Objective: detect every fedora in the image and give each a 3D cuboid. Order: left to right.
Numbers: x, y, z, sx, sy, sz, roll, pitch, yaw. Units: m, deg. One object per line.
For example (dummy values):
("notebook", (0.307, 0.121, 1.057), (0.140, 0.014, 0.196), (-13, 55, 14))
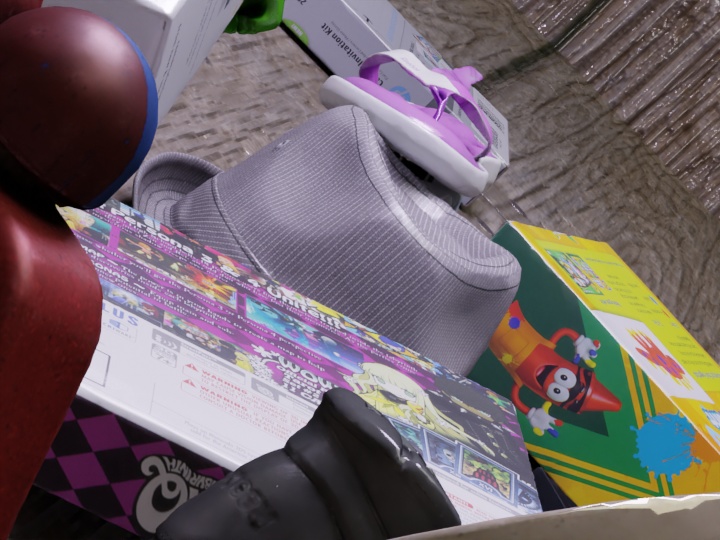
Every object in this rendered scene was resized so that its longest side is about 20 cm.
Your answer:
("fedora", (0.000, 0.000, 1.119), (0.177, 0.090, 0.200), (46, 11, 0))

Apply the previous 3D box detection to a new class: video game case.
("video game case", (-0.040, 0.038, 0.846), (0.200, 0.036, 0.181), (27, 15, -10))

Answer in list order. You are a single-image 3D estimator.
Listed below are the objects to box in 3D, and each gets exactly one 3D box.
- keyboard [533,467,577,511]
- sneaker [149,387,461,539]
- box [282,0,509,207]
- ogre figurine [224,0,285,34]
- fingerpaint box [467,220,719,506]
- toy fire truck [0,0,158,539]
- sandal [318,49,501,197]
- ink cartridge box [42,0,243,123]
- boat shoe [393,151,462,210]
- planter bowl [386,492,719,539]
("keyboard", (0.099, 0.142, 0.964), (0.127, 0.021, 0.200), (45, 10, -44))
("sneaker", (0.004, 0.129, 0.733), (0.200, 0.091, 0.076), (65, -11, -18))
("box", (0.010, -0.135, 1.774), (0.200, 0.041, 0.156), (46, 11, -8))
("ogre figurine", (-0.131, -0.131, 1.070), (0.200, 0.098, 0.120), (44, 18, 31))
("fingerpaint box", (0.127, 0.064, 1.416), (0.167, 0.073, 0.200), (48, 11, 13))
("toy fire truck", (-0.119, -0.009, 0.497), (0.112, 0.168, 0.200), (30, 19, -54))
("sandal", (0.029, -0.072, 1.265), (0.082, 0.050, 0.203), (31, 3, 3))
("ink cartridge box", (-0.096, -0.142, 0.950), (0.145, 0.084, 0.200), (26, 45, 3))
("boat shoe", (0.004, -0.027, 1.314), (0.066, 0.070, 0.200), (29, 13, 4))
("planter bowl", (0.018, 0.131, 0.530), (0.200, 0.200, 0.135), (24, 52, -63))
